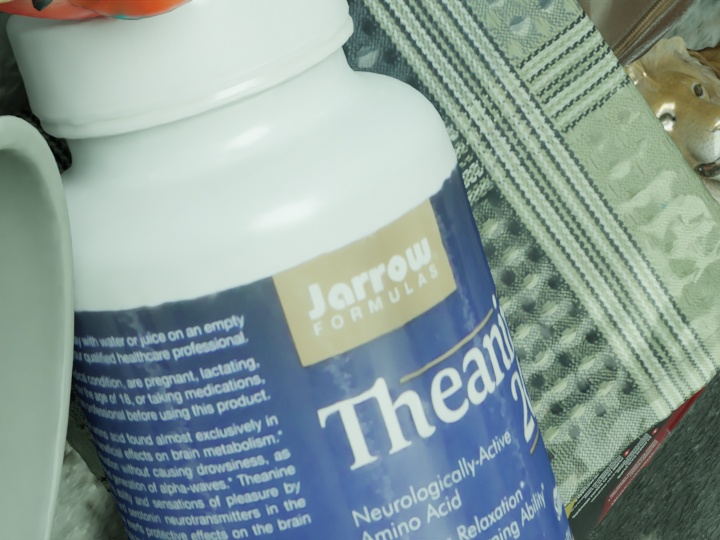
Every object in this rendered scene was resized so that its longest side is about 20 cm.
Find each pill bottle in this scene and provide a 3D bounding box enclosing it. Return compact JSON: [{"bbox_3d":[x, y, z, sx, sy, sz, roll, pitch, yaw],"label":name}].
[{"bbox_3d":[-0.019,0.017,0.703,0.111,0.111,0.200,-32,112,-39],"label":"pill bottle"}]

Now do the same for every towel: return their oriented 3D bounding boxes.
[{"bbox_3d":[0.000,0.000,0.786,0.193,0.200,0.035,-40,-160,-9],"label":"towel"}]

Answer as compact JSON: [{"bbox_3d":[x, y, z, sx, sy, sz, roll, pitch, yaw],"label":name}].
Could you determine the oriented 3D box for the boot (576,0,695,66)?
[{"bbox_3d":[0.115,-0.114,0.884,0.200,0.064,0.186,-50,156,-22],"label":"boot"}]

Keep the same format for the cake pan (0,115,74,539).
[{"bbox_3d":[-0.106,0.063,0.585,0.200,0.037,0.200,10,90,-83],"label":"cake pan"}]

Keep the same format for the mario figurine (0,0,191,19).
[{"bbox_3d":[-0.088,-0.085,0.560,0.123,0.106,0.200,-28,163,33],"label":"mario figurine"}]

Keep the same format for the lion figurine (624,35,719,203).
[{"bbox_3d":[0.146,-0.064,0.963,0.072,0.122,0.200,-24,-161,41],"label":"lion figurine"}]

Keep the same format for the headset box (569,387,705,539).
[{"bbox_3d":[0.085,0.019,1.081,0.149,0.077,0.200,-52,158,2],"label":"headset box"}]

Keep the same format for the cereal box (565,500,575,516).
[{"bbox_3d":[-0.012,0.114,0.984,0.144,0.040,0.200,6,134,-13],"label":"cereal box"}]
